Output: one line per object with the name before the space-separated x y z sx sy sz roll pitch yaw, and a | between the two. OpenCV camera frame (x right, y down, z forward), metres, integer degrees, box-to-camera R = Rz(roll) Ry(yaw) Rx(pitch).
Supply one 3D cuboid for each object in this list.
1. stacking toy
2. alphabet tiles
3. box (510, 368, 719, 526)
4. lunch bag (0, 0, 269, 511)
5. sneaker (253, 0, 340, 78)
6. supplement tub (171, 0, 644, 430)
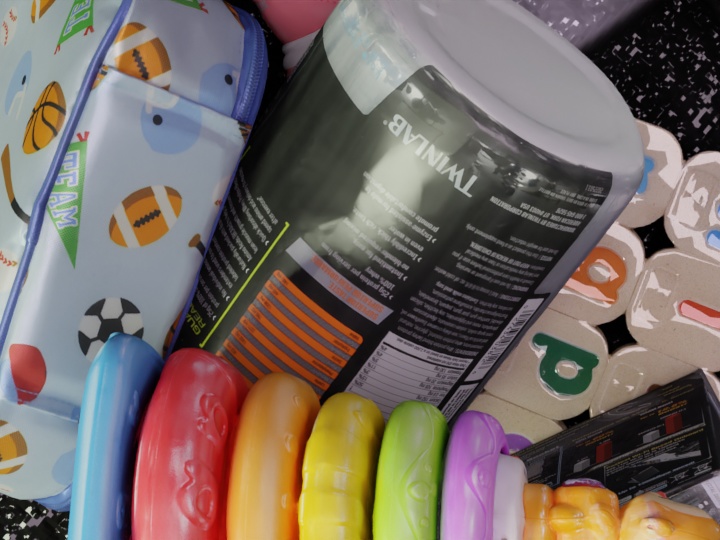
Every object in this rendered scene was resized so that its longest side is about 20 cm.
stacking toy | 0.013 0.080 0.714 0.199 0.116 0.110 0 68 10
alphabet tiles | 0.092 0.043 0.897 0.195 0.015 0.201 21 99 5
box | 0.044 0.111 0.824 0.199 0.158 0.050 -25 96 9
lunch bag | -0.113 -0.026 0.824 0.075 0.160 0.201 22 90 -31
sneaker | 0.040 -0.151 0.870 0.200 0.074 0.087 -35 95 -3
supplement tub | 0.000 0.000 0.825 0.122 0.123 0.200 34 115 -8
